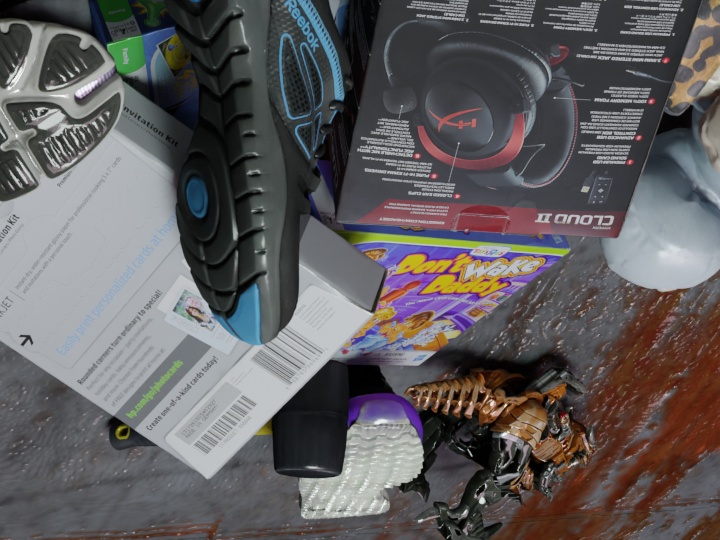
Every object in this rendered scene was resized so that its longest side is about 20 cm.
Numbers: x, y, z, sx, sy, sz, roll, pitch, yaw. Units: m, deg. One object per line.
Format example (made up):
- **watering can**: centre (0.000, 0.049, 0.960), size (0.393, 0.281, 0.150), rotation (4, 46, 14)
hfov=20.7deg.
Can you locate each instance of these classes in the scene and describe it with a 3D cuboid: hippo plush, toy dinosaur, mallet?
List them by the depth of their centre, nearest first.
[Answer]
- **hippo plush**: centre (0.198, -0.078, 1.120), size (0.161, 0.159, 0.200), rotation (-33, -170, 40)
- **mallet**: centre (-0.079, 0.079, 1.134), size (0.041, 0.066, 0.200), rotation (15, 171, -41)
- **toy dinosaur**: centre (0.083, 0.109, 1.315), size (0.200, 0.102, 0.136), rotation (37, 98, -32)

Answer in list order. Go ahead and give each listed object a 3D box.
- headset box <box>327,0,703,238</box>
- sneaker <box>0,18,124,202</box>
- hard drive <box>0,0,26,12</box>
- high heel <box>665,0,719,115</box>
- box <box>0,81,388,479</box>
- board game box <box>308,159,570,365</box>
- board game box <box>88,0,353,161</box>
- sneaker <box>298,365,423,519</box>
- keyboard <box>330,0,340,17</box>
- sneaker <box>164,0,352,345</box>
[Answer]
- **headset box**: centre (0.068, -0.097, 0.945), size (0.148, 0.075, 0.200), rotation (3, 136, -9)
- **sneaker**: centre (-0.197, -0.072, 0.891), size (0.200, 0.083, 0.081), rotation (-16, 116, 20)
- **hard drive**: centre (-0.170, -0.169, 0.835), size (0.200, 0.038, 0.140), rotation (-25, 144, -2)
- **high heel**: centre (0.224, -0.160, 1.004), size (0.200, 0.071, 0.143), rotation (-9, 105, -4)
- **box**: centre (-0.112, -0.001, 0.976), size (0.200, 0.041, 0.156), rotation (34, 127, -13)
- **board game box**: centre (0.000, 0.000, 1.080), size (0.200, 0.045, 0.134), rotation (3, 146, -46)
- **board game box**: centre (-0.061, -0.075, 1.021), size (0.135, 0.034, 0.200), rotation (-17, 144, -12)
- **sneaker**: centre (-0.009, 0.086, 1.185), size (0.069, 0.100, 0.200), rotation (-1, 162, -9)
- **keyboard**: centre (-0.016, -0.181, 0.902), size (0.056, 0.011, 0.200), rotation (0, 125, -31)
- **sneaker**: centre (-0.036, -0.066, 0.889), size (0.082, 0.073, 0.200), rotation (-9, 104, -36)
